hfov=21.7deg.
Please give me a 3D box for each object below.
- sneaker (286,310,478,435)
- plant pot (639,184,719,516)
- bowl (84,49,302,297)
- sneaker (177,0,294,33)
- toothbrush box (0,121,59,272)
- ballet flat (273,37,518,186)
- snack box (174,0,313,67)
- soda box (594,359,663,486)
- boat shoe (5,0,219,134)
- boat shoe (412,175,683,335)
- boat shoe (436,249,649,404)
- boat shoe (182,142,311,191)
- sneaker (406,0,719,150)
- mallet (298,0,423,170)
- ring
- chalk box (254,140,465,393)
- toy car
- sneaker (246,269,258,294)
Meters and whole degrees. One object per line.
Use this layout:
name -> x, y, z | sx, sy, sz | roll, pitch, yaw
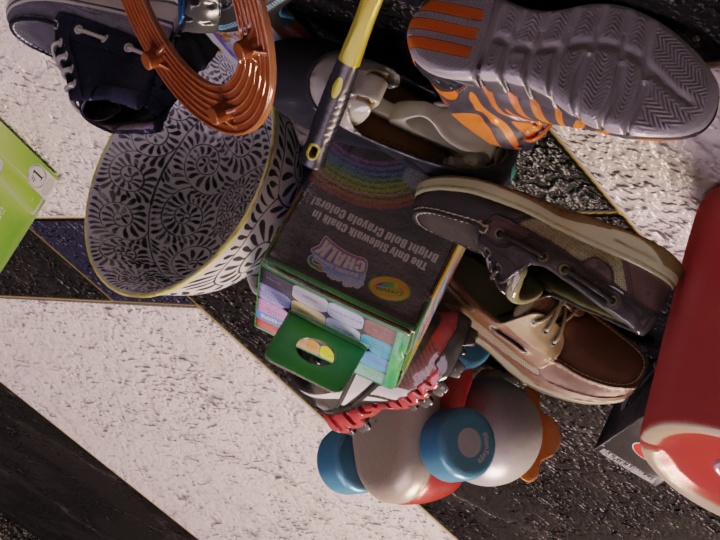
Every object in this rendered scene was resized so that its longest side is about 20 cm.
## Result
sneaker -> 0.010, 0.068, 1.499 | 0.098, 0.071, 0.200 | 40, 144, -17
plant pot -> 0.280, 0.064, 1.231 | 0.200, 0.178, 0.200 | 25, 157, 11
bowl -> -0.107, -0.057, 1.421 | 0.201, 0.201, 0.094 | 3, 160, 46
sneaker -> -0.063, -0.219, 1.193 | 0.082, 0.073, 0.200 | 3, 157, -15
toothbrush box -> -0.396, -0.089, 1.719 | 0.086, 0.146, 0.200 | 5, 147, 44
ballet flat -> 0.023, -0.112, 1.294 | 0.200, 0.073, 0.073 | 26, 158, -10
snack box -> -0.115, -0.212, 1.298 | 0.072, 0.024, 0.200 | 1, 145, 45
soda box -> 0.255, 0.107, 1.482 | 0.063, 0.071, 0.200 | 29, 158, -3
boat shoe -> -0.210, -0.160, 1.425 | 0.200, 0.093, 0.075 | 11, 151, 35
boat shoe -> 0.115, -0.009, 1.261 | 0.201, 0.066, 0.072 | 18, 164, 28
boat shoe -> 0.133, 0.039, 1.478 | 0.200, 0.076, 0.074 | 26, 154, 4
boat shoe -> -0.111, -0.079, 1.515 | 0.199, 0.066, 0.075 | 26, 156, 5
sneaker -> 0.132, -0.115, 1.176 | 0.200, 0.078, 0.112 | 20, 167, 21
mallet -> 0.004, -0.137, 1.215 | 0.066, 0.041, 0.200 | 23, 133, 10
ring -> -0.117, -0.177, 1.197 | 0.200, 0.019, 0.201 | 43, 147, 37
chalk box -> 0.000, 0.000, 1.382 | 0.124, 0.200, 0.124 | 26, 157, 6
toy car -> 0.093, 0.120, 1.643 | 0.200, 0.177, 0.184 | 9, 165, -35
sneaker -> -0.048, 0.007, 1.550 | 0.075, 0.115, 0.200 | 70, 156, 14
